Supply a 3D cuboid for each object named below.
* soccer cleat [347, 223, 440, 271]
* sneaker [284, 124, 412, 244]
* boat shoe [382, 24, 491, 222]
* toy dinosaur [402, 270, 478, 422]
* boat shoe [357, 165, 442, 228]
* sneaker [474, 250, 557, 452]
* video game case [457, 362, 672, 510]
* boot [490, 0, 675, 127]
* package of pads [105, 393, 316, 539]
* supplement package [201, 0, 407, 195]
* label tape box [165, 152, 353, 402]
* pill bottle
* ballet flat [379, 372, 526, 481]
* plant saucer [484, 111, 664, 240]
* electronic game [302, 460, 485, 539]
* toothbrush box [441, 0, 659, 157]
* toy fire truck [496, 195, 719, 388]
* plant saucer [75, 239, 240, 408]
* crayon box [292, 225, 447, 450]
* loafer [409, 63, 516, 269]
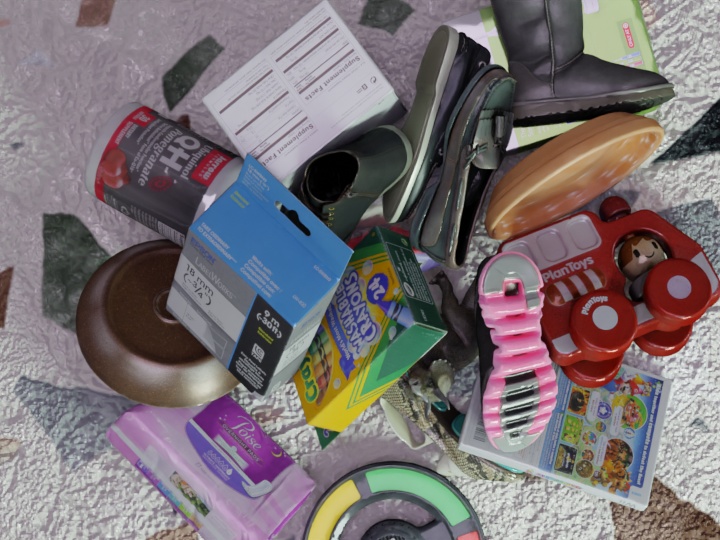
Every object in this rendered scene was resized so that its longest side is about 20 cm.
[{"bbox_3d":[0.000,0.000,1.430,0.197,0.067,0.078,-6,110,3],"label":"soccer cleat"},{"bbox_3d":[-0.044,-0.063,1.319,0.075,0.106,0.200,49,121,12],"label":"sneaker"},{"bbox_3d":[0.078,-0.138,1.350,0.065,0.074,0.202,13,97,-22],"label":"boat shoe"},{"bbox_3d":[0.085,0.068,1.401,0.102,0.077,0.200,48,51,0],"label":"toy dinosaur"},{"bbox_3d":[0.027,-0.095,1.421,0.197,0.072,0.069,-13,68,15],"label":"boat shoe"},{"bbox_3d":[0.144,0.077,1.351,0.078,0.095,0.203,-4,99,-12],"label":"sneaker"},{"bbox_3d":[0.211,0.147,1.391,0.197,0.018,0.145,18,63,2],"label":"video game case"},{"bbox_3d":[0.209,-0.250,1.327,0.179,0.073,0.203,-4,83,4],"label":"boot"},{"bbox_3d":[-0.153,0.196,1.405,0.200,0.120,0.076,44,135,4],"label":"package of pads"},{"bbox_3d":[-0.050,-0.164,1.360,0.155,0.200,0.111,-38,86,5],"label":"supplement package"},{"bbox_3d":[-0.102,0.010,1.294,0.144,0.201,0.063,42,51,14],"label":"label tape box"},{"bbox_3d":[-0.176,-0.083,1.407,0.198,0.111,0.112,28,92,10],"label":"pill bottle"},{"bbox_3d":[0.082,0.165,1.421,0.200,0.068,0.076,42,114,10],"label":"ballet flat"},{"bbox_3d":[0.205,-0.097,1.341,0.199,0.200,0.038,-31,77,4],"label":"plant saucer"},{"bbox_3d":[0.035,0.302,1.427,0.197,0.042,0.203,0,89,5],"label":"electronic game"},{"bbox_3d":[0.196,-0.209,1.398,0.197,0.086,0.148,-17,89,4],"label":"toothbrush box"},{"bbox_3d":[0.255,0.009,1.380,0.198,0.112,0.169,-22,69,-8],"label":"toy fire truck"},{"bbox_3d":[-0.194,0.044,1.400,0.197,0.037,0.203,5,57,-7],"label":"plant saucer"},{"bbox_3d":[-0.012,0.070,1.361,0.200,0.051,0.127,-46,46,29],"label":"crayon box"},{"bbox_3d":[0.113,-0.096,1.314,0.063,0.071,0.202,40,119,37],"label":"loafer"}]
